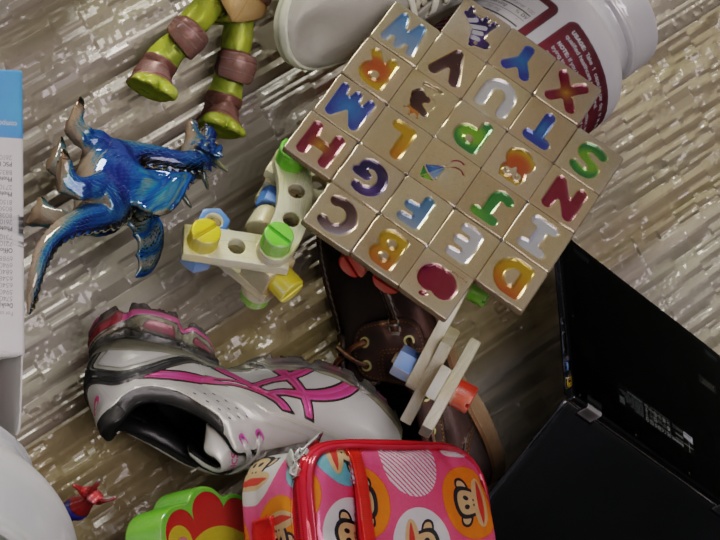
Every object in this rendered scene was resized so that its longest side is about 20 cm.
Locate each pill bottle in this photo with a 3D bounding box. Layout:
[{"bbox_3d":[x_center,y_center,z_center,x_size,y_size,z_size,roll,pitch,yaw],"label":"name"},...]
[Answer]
[{"bbox_3d":[0.088,-0.113,1.690,0.200,0.113,0.113,-36,100,-26],"label":"pill bottle"}]

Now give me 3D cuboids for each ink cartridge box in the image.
[{"bbox_3d":[-0.236,-0.005,1.511,0.068,0.116,0.200,2,82,-26],"label":"ink cartridge box"}]

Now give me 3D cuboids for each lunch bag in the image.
[{"bbox_3d":[-0.001,0.194,1.530,0.176,0.082,0.200,6,73,-43],"label":"lunch bag"}]

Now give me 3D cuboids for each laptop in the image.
[{"bbox_3d":[0.142,0.117,1.715,0.187,0.116,0.200,36,40,-39],"label":"laptop"}]

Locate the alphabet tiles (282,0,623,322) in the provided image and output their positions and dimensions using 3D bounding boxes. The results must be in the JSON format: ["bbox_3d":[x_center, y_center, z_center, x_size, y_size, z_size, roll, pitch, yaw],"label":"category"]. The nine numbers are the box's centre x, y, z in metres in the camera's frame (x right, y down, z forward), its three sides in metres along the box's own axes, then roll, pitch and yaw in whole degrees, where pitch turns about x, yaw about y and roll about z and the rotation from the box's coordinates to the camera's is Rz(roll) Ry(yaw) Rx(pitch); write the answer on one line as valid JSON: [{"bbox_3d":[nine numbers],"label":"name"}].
[{"bbox_3d":[0.056,-0.067,1.584,0.166,0.006,0.200,35,58,0],"label":"alphabet tiles"}]

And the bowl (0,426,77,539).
[{"bbox_3d":[-0.235,0.133,1.469,0.201,0.201,0.090,30,51,-21],"label":"bowl"}]

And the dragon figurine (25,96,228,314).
[{"bbox_3d":[-0.132,-0.037,1.548,0.099,0.059,0.200,23,30,-10],"label":"dragon figurine"}]

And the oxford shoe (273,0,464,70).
[{"bbox_3d":[0.034,-0.181,1.648,0.200,0.058,0.075,-29,122,-23],"label":"oxford shoe"}]

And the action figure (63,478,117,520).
[{"bbox_3d":[-0.142,0.190,1.548,0.200,0.099,0.065,46,65,-12],"label":"action figure"}]

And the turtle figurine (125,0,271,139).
[{"bbox_3d":[-0.082,-0.171,1.635,0.200,0.064,0.161,34,77,-42],"label":"turtle figurine"}]

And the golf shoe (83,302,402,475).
[{"bbox_3d":[-0.069,0.092,1.592,0.200,0.073,0.092,17,44,-18],"label":"golf shoe"}]

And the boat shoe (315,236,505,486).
[{"bbox_3d":[0.021,0.058,1.658,0.070,0.070,0.200,-30,97,-31],"label":"boat shoe"}]

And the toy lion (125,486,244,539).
[{"bbox_3d":[-0.061,0.214,1.552,0.192,0.069,0.200,-30,101,-56],"label":"toy lion"}]

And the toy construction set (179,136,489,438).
[{"bbox_3d":[0.000,0.000,1.580,0.200,0.092,0.131,37,53,-8],"label":"toy construction set"}]
